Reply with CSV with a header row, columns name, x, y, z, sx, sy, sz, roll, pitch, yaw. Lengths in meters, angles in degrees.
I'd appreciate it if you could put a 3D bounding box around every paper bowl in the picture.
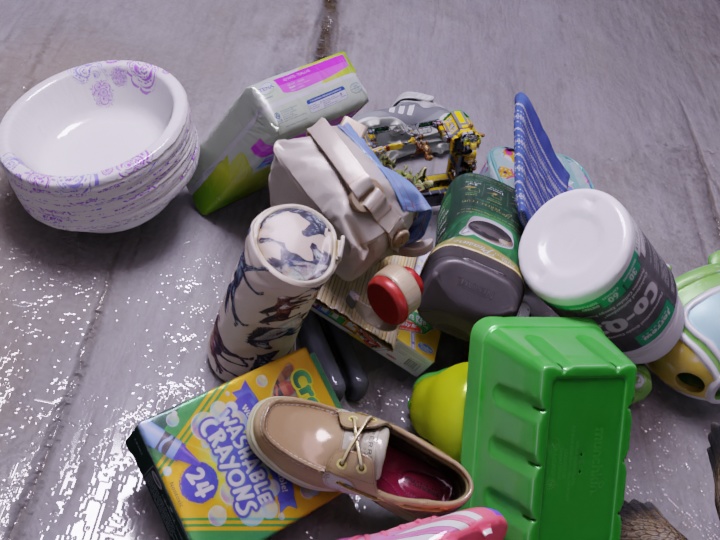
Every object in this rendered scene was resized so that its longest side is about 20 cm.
name,x,y,z,sx,sy,sz,roll,pitch,yaw
paper bowl,-0.268,-0.122,0.864,0.195,0.106,0.204,-3,50,4

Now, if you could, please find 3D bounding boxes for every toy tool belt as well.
name,x,y,z,sx,sy,sz,roll,pitch,yaw
toy tool belt,0.013,-0.057,0.758,0.122,0.126,0.200,-33,70,-30

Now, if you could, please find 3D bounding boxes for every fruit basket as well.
name,x,y,z,sx,sy,sz,roll,pitch,yaw
fruit basket,0.138,0.141,0.744,0.152,0.218,0.218,1,46,-18

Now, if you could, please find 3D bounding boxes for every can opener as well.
name,x,y,z,sx,sy,sz,roll,pitch,yaw
can opener,-0.044,0.041,0.840,0.052,0.067,0.203,-5,53,-25

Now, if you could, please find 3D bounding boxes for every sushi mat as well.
name,x,y,z,sx,sy,sz,roll,pitch,yaw
sushi mat,0.016,-0.019,0.831,0.095,0.012,0.202,31,46,-14

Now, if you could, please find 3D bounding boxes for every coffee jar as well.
name,x,y,z,sx,sy,sz,roll,pitch,yaw
coffee jar,0.118,-0.014,0.836,0.102,0.086,0.201,23,35,1

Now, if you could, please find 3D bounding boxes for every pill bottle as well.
name,x,y,z,sx,sy,sz,roll,pitch,yaw
pill bottle,0.245,0.014,0.808,0.199,0.112,0.114,34,25,-46

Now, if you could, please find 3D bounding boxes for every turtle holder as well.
name,x,y,z,sx,sy,sz,roll,pitch,yaw
turtle holder,0.365,0.071,0.897,0.182,0.142,0.133,-1,47,-27

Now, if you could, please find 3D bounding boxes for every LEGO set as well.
name,x,y,z,sx,sy,sz,roll,pitch,yaw
LEGO set,0.063,-0.091,0.945,0.195,0.156,0.117,-4,47,-19

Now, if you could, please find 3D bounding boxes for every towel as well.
name,x,y,z,sx,sy,sz,roll,pitch,yaw
towel,0.204,-0.087,0.906,0.023,0.145,0.203,-17,41,26

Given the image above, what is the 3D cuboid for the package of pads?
name,x,y,z,sx,sy,sz,roll,pitch,yaw
package of pads,-0.096,-0.152,0.911,0.153,0.199,0.069,-33,90,-41

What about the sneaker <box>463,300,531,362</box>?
name,x,y,z,sx,sy,sz,roll,pitch,yaw
sneaker,0.152,0.063,0.876,0.086,0.076,0.203,3,46,-17

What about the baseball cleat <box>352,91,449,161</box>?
name,x,y,z,sx,sy,sz,roll,pitch,yaw
baseball cleat,0.048,-0.197,1.115,0.196,0.071,0.107,-3,40,-36

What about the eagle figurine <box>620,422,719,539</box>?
name,x,y,z,sx,sy,sz,roll,pitch,yaw
eagle figurine,0.320,0.257,0.714,0.150,0.152,0.202,-25,68,-25

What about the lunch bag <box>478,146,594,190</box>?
name,x,y,z,sx,sy,sz,roll,pitch,yaw
lunch bag,0.236,-0.073,1.040,0.156,0.078,0.203,3,47,-16

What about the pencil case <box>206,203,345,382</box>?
name,x,y,z,sx,sy,sz,roll,pitch,yaw
pencil case,-0.078,0.028,0.736,0.087,0.201,0.079,6,53,-19

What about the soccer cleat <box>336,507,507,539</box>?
name,x,y,z,sx,sy,sz,roll,pitch,yaw
soccer cleat,0.022,0.228,0.648,0.197,0.068,0.077,-24,39,-14

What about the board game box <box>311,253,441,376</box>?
name,x,y,z,sx,sy,sz,roll,pitch,yaw
board game box,0.000,0.000,0.839,0.198,0.034,0.136,33,45,-13

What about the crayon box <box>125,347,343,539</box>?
name,x,y,z,sx,sy,sz,roll,pitch,yaw
crayon box,-0.080,0.152,0.694,0.197,0.052,0.127,-22,77,-36

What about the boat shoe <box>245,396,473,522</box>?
name,x,y,z,sx,sy,sz,roll,pitch,yaw
boat shoe,0.004,0.148,0.669,0.197,0.066,0.075,23,57,-18
